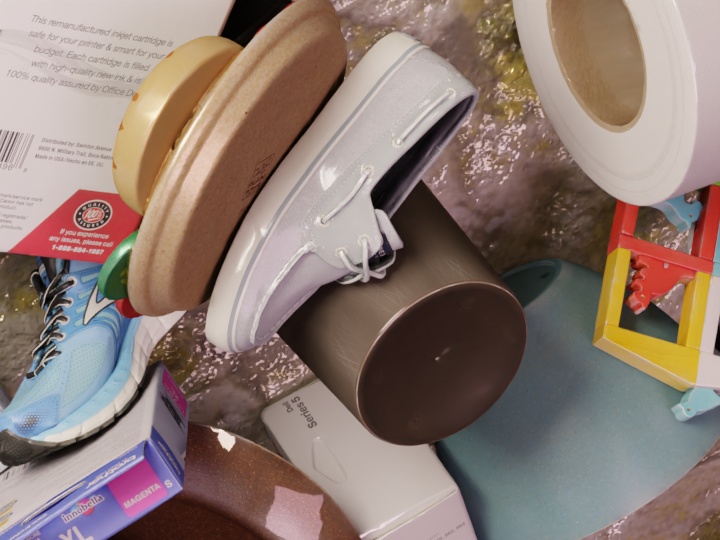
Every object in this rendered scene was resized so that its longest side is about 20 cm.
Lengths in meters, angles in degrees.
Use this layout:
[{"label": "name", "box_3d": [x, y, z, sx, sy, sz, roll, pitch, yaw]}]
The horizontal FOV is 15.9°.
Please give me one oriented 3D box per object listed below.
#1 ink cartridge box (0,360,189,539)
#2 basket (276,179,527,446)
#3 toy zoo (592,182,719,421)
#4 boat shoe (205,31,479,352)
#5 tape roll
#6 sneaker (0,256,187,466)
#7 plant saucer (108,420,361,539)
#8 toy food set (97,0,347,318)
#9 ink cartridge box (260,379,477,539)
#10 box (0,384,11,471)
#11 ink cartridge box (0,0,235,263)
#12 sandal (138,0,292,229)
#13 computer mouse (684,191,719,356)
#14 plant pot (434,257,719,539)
[{"label": "ink cartridge box", "box_3d": [-0.153, 0.117, 1.409, 0.119, 0.200, 0.042, -33, 99, 4]}, {"label": "basket", "box_3d": [0.000, 0.000, 1.501, 0.136, 0.200, 0.180, -39, 137, -2]}, {"label": "toy zoo", "box_3d": [0.219, -0.001, 1.623, 0.131, 0.201, 0.020, 17, 159, -12]}, {"label": "boat shoe", "box_3d": [-0.007, -0.033, 1.389, 0.201, 0.071, 0.070, -56, 161, -5]}, {"label": "tape roll", "box_3d": [0.196, -0.153, 1.517, 0.139, 0.203, 0.203, -20, 132, -20]}, {"label": "sneaker", "box_3d": [-0.164, 0.030, 1.457, 0.078, 0.200, 0.090, -24, 115, 39]}, {"label": "plant saucer", "box_3d": [-0.094, 0.170, 1.587, 0.201, 0.200, 0.037, 75, 30, -43]}, {"label": "toy food set", "box_3d": [-0.074, -0.059, 1.361, 0.200, 0.049, 0.198, -47, 163, -46]}, {"label": "ink cartridge box", "box_3d": [0.021, 0.179, 1.690, 0.084, 0.146, 0.200, -28, 135, -9]}, {"label": "box", "box_3d": [-0.309, 0.072, 1.418, 0.176, 0.097, 0.200, -39, 136, -4]}, {"label": "ink cartridge box", "box_3d": [-0.162, -0.113, 1.334, 0.144, 0.084, 0.201, 7, 119, -39]}, {"label": "sandal", "box_3d": [-0.073, -0.105, 1.446, 0.201, 0.048, 0.075, -65, 163, 3]}, {"label": "computer mouse", "box_3d": [0.233, -0.016, 1.685, 0.044, 0.201, 0.110, -16, 155, 34]}, {"label": "plant pot", "box_3d": [0.123, 0.073, 1.672, 0.200, 0.200, 0.135, -34, 105, -8]}]
